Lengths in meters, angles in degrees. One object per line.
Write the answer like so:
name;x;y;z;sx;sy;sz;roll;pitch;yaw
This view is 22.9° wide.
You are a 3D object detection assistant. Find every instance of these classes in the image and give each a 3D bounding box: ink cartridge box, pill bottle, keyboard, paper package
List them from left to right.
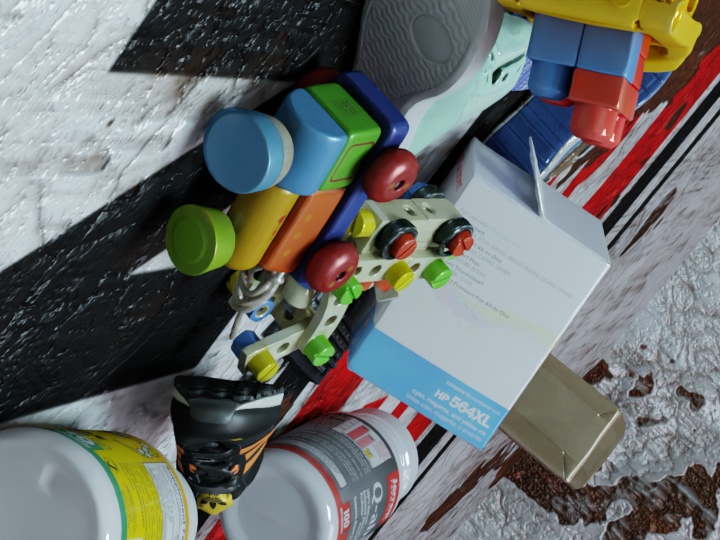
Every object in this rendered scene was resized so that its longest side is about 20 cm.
pill bottle;-0.165;0.151;1.055;0.113;0.113;0.200;-49;166;4
keyboard;-0.045;0.065;1.390;0.127;0.021;0.200;-47;166;-4
pill bottle;-0.031;0.191;1.580;0.116;0.116;0.200;-54;165;25
ink cartridge box;0.095;0.005;1.342;0.201;0.125;0.129;-56;-173;16
paper package;0.208;0.158;2.067;0.104;0.190;0.200;-51;167;-1

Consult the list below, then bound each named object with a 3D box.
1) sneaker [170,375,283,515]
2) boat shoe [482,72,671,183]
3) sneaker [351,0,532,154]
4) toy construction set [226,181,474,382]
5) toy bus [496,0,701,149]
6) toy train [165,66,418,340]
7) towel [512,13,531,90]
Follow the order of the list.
sneaker;-0.089;0.117;1.160;0.200;0.069;0.091;124;-28;-87
boat shoe;0.171;-0.130;1.434;0.199;0.072;0.072;-37;171;-3
sneaker;0.060;-0.140;1.022;0.118;0.074;0.201;-33;171;-27
toy construction set;0.000;0.000;1.192;0.132;0.092;0.200;-55;165;27
toy bus;0.138;-0.162;0.938;0.200;0.134;0.194;-5;107;-73
toy train;-0.063;-0.018;0.990;0.115;0.085;0.201;-13;144;-50
towel;0.136;-0.167;1.249;0.145;0.024;0.200;-42;171;24
